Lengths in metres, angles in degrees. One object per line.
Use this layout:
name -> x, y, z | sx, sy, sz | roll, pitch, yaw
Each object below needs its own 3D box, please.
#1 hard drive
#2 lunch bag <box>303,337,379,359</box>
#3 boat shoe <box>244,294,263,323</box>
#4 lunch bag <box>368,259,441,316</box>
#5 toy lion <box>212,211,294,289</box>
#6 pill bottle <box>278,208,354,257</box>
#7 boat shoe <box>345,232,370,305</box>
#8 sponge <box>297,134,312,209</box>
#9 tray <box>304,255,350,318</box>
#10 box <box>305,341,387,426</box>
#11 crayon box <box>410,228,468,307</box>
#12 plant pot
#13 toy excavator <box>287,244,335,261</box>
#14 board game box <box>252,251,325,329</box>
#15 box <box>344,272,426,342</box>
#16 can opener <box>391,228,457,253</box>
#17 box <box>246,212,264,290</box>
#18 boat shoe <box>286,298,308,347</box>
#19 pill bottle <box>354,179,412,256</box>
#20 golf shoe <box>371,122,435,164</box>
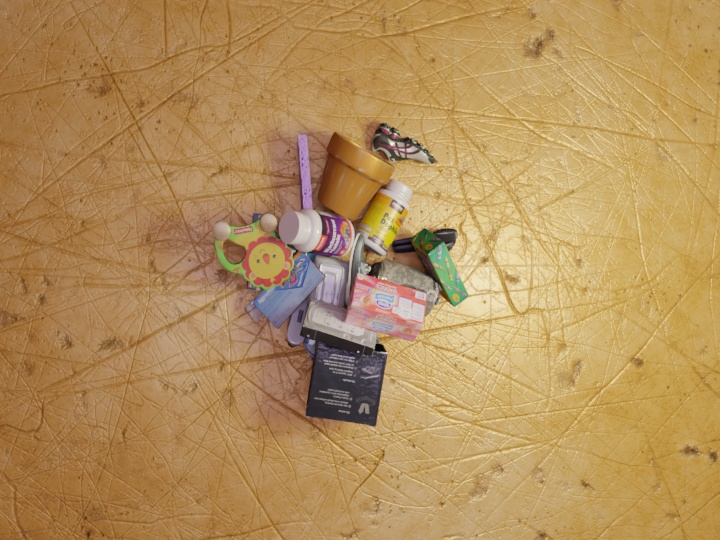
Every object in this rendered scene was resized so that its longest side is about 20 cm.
hard drive -> -0.052, 0.149, 1.548 | 0.195, 0.141, 0.039 | 19, 118, -3
lunch bag -> -0.058, 0.210, 1.682 | 0.198, 0.082, 0.163 | 34, 85, -6
boat shoe -> -0.234, 0.074, 1.667 | 0.198, 0.072, 0.067 | -36, 94, -4
lunch bag -> 0.117, 0.056, 1.661 | 0.194, 0.168, 0.144 | 17, 88, -7
toy lion -> -0.275, -0.045, 1.534 | 0.194, 0.069, 0.198 | -10, 100, -11
pill bottle -> -0.116, -0.100, 1.549 | 0.197, 0.109, 0.115 | 8, 88, -49
boat shoe -> 0.000, 0.000, 1.630 | 0.060, 0.073, 0.206 | 9, 102, 9
sponge -> -0.158, -0.267, 1.656 | 0.029, 0.111, 0.207 | -3, 90, -8
tray -> -0.091, 0.067, 1.629 | 0.104, 0.022, 0.207 | 10, 87, -7
box -> -0.040, 0.294, 1.592 | 0.190, 0.117, 0.207 | 9, 94, -5
crayon box -> 0.223, -0.008, 1.661 | 0.058, 0.119, 0.202 | -33, 121, -5
plant pot -> -0.029, -0.254, 1.643 | 0.197, 0.201, 0.186 | 28, 102, -6
toy excavator -> -0.131, -0.055, 1.675 | 0.194, 0.100, 0.201 | 9, 90, -15
board game box -> -0.196, 0.052, 1.616 | 0.103, 0.019, 0.200 | 44, 99, -1
box -> 0.066, 0.099, 1.536 | 0.194, 0.096, 0.105 | 16, 53, -5
can opener -> 0.188, -0.083, 1.728 | 0.193, 0.064, 0.081 | -7, 117, 3
box -> -0.286, -0.050, 1.627 | 0.039, 0.137, 0.207 | 5, 89, -8
boat shoe -> -0.167, 0.121, 1.678 | 0.070, 0.068, 0.206 | 16, 68, -11
pill bottle -> 0.070, -0.153, 1.685 | 0.107, 0.109, 0.204 | 29, 87, -6
golf shoe -> 0.126, -0.351, 1.721 | 0.196, 0.077, 0.090 | 28, 107, -4
